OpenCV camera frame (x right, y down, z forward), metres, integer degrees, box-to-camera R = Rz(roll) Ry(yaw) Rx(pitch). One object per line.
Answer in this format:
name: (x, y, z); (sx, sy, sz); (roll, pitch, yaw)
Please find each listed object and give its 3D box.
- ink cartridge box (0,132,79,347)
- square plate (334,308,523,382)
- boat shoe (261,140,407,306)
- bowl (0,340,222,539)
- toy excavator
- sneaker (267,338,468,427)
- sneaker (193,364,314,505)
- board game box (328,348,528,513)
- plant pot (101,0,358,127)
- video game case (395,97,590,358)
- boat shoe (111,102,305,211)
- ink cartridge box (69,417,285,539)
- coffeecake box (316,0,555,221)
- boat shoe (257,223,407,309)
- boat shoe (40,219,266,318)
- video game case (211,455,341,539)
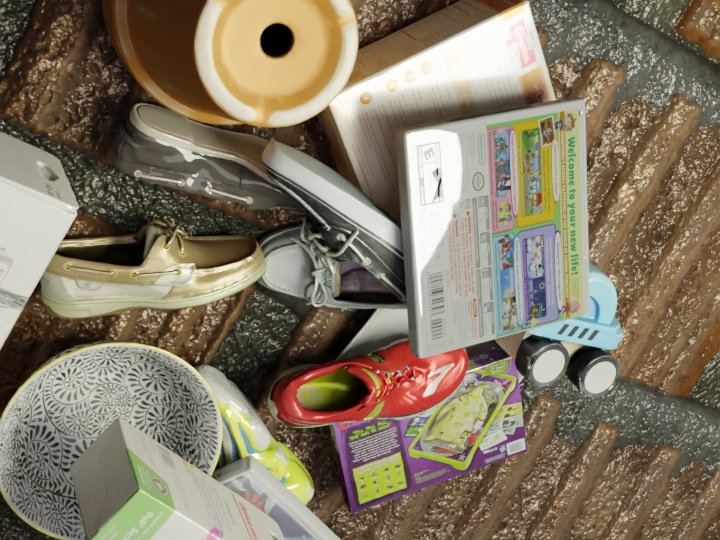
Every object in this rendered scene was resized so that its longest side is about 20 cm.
ink cartridge box: (-0.317, -0.004, 0.991); (0.083, 0.147, 0.200); (26, 101, -29)
square plate: (0.087, 0.072, 1.252); (0.198, 0.028, 0.200); (32, 99, -29)
boat shoe: (-0.014, -0.035, 1.065); (0.199, 0.074, 0.068); (34, 101, -32)
bowl: (-0.232, 0.136, 1.118); (0.200, 0.094, 0.201); (-9, 116, -18)
toy excavator: (0.182, 0.001, 1.179); (0.194, 0.100, 0.200); (13, 108, -30)
sneaker: (0.014, 0.110, 1.164); (0.200, 0.085, 0.077); (-14, 86, -12)
sneaker: (-0.129, 0.183, 1.191); (0.105, 0.076, 0.200); (-36, 122, -2)
board game box: (0.069, 0.160, 1.253); (0.200, 0.032, 0.120); (-17, 121, -13)
plant pot: (-0.089, -0.196, 0.971); (0.200, 0.183, 0.201); (-8, 116, -18)
video game case: (0.118, -0.038, 1.074); (0.182, 0.022, 0.200); (-13, 109, -24)
boat shoe: (-0.120, -0.087, 1.082); (0.200, 0.067, 0.057); (19, 121, -26)
ink cartridge box: (-0.147, 0.225, 1.069); (0.067, 0.117, 0.200); (-47, 121, 5)
coffeecake box: (0.071, -0.142, 1.121); (0.200, 0.073, 0.154); (-27, 121, -8)
boat shoe: (0.001, 0.002, 1.149); (0.202, 0.065, 0.075); (9, 103, -8)
boat shoe: (-0.180, -0.008, 1.085); (0.200, 0.074, 0.067); (-11, 122, -16)
video game case: (-0.128, 0.272, 1.213); (0.182, 0.023, 0.200); (-26, 129, 16)
